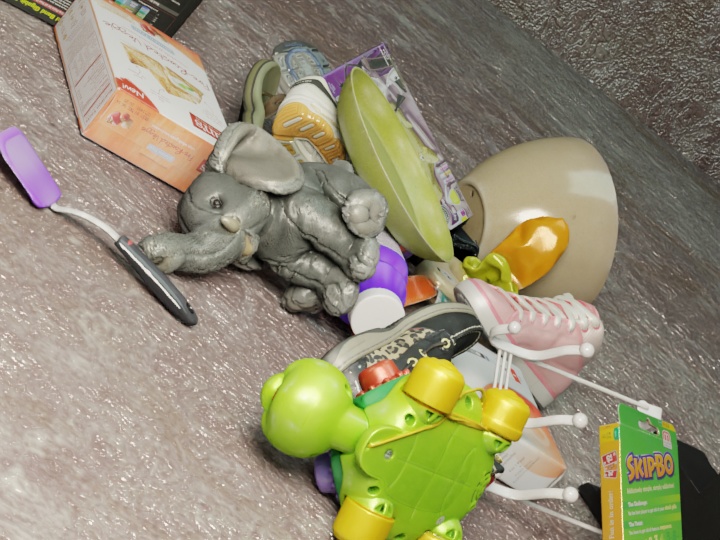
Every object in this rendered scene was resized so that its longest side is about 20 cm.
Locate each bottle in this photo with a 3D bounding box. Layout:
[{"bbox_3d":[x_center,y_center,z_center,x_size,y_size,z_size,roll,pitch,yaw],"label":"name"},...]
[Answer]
[{"bbox_3d":[0.000,0.000,1.472,0.083,0.065,0.200,17,21,-17],"label":"bottle"}]

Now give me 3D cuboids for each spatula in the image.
[{"bbox_3d":[-0.193,-0.029,1.225,0.200,0.021,0.057,42,16,-3],"label":"spatula"}]

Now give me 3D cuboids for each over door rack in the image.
[{"bbox_3d":[0.186,0.145,1.409,0.200,0.067,0.148,30,55,-28],"label":"over door rack"}]

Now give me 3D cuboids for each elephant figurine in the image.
[{"bbox_3d":[-0.088,-0.049,1.348,0.200,0.142,0.155,17,-3,-22],"label":"elephant figurine"}]

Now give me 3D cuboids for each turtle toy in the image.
[{"bbox_3d":[0.017,0.120,1.162,0.200,0.146,0.101,27,1,-41],"label":"turtle toy"}]

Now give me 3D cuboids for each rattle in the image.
[{"bbox_3d":[0.125,0.002,1.654,0.200,0.143,0.131,26,42,-57],"label":"rattle"}]

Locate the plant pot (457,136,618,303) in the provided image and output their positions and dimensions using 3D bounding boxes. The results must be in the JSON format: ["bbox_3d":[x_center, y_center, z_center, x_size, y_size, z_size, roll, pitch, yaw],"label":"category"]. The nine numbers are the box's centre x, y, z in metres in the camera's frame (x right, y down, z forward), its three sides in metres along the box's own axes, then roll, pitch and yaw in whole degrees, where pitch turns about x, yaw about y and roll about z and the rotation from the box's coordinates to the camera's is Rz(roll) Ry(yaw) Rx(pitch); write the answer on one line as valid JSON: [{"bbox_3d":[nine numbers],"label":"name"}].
[{"bbox_3d":[0.171,-0.050,1.831,0.134,0.201,0.200,1,37,-27],"label":"plant pot"}]

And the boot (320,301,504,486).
[{"bbox_3d":[0.064,0.111,1.333,0.203,0.074,0.154,-16,60,-50],"label":"boot"}]

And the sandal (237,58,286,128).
[{"bbox_3d":[-0.090,-0.133,1.590,0.057,0.080,0.201,11,32,-6],"label":"sandal"}]

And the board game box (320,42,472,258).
[{"bbox_3d":[0.023,-0.116,1.667,0.120,0.032,0.200,-33,99,-29],"label":"board game box"}]

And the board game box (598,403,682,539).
[{"bbox_3d":[0.235,0.217,1.381,0.095,0.030,0.201,24,62,-45],"label":"board game box"}]

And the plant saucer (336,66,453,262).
[{"bbox_3d":[0.027,-0.092,1.534,0.200,0.031,0.200,59,13,-23],"label":"plant saucer"}]

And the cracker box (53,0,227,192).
[{"bbox_3d":[-0.192,-0.159,1.476,0.134,0.058,0.200,30,22,-34],"label":"cracker box"}]

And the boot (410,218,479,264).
[{"bbox_3d":[0.034,-0.090,1.763,0.200,0.076,0.168,36,13,-38],"label":"boot"}]

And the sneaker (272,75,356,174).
[{"bbox_3d":[-0.012,-0.099,1.582,0.088,0.075,0.200,-79,148,-48],"label":"sneaker"}]

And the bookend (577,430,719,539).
[{"bbox_3d":[0.327,0.210,1.483,0.092,0.199,0.200,25,23,-39],"label":"bookend"}]

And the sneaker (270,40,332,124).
[{"bbox_3d":[-0.042,-0.136,1.708,0.074,0.087,0.200,-18,79,-34],"label":"sneaker"}]

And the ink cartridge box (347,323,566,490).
[{"bbox_3d":[0.081,0.099,1.468,0.200,0.050,0.162,36,18,-28],"label":"ink cartridge box"}]

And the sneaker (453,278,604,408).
[{"bbox_3d":[0.168,0.046,1.604,0.200,0.105,0.075,49,1,-45],"label":"sneaker"}]

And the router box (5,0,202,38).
[{"bbox_3d":[-0.235,-0.290,1.537,0.200,0.150,0.062,25,24,-45],"label":"router box"}]
